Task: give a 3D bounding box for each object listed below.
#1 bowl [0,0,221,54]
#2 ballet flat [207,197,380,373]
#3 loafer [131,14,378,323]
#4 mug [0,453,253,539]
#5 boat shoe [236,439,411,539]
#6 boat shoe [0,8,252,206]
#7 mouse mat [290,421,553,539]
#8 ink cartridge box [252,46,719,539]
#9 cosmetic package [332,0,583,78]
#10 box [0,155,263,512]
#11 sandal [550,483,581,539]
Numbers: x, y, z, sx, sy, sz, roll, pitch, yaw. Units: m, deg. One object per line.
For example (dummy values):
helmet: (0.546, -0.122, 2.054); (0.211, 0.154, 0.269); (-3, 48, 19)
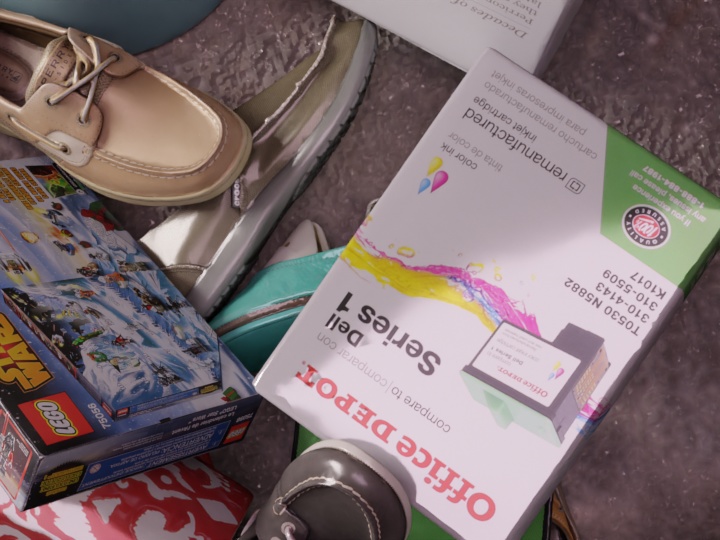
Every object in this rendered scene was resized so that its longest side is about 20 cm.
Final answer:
bowl: (-0.156, -0.224, 0.791); (0.199, 0.105, 0.202); (0, 87, 4)
ballet flat: (0.000, 0.000, 0.799); (0.199, 0.067, 0.071); (-16, 62, 2)
loafer: (-0.061, -0.061, 0.792); (0.069, 0.075, 0.201); (35, 89, 0)
mug: (-0.156, 0.098, 0.763); (0.199, 0.133, 0.178); (30, 90, 1)
boat shoe: (-0.028, 0.141, 0.710); (0.067, 0.200, 0.057); (36, 61, 1)
boat shoe: (-0.151, -0.090, 0.770); (0.199, 0.065, 0.072); (19, 73, 22)
mouse mat: (0.026, 0.150, 0.775); (0.160, 0.008, 0.202); (4, 88, 31)
ink cartridge box: (0.064, 0.020, 0.708); (0.144, 0.084, 0.201); (35, 88, 12)
cosmetic package: (0.064, -0.226, 0.714); (0.166, 0.200, 0.168); (28, 70, 4)
box: (-0.160, 0.021, 0.730); (0.200, 0.136, 0.040); (46, 126, 28)
sandal: (0.079, 0.143, 0.783); (0.080, 0.054, 0.201); (-22, 82, 1)
